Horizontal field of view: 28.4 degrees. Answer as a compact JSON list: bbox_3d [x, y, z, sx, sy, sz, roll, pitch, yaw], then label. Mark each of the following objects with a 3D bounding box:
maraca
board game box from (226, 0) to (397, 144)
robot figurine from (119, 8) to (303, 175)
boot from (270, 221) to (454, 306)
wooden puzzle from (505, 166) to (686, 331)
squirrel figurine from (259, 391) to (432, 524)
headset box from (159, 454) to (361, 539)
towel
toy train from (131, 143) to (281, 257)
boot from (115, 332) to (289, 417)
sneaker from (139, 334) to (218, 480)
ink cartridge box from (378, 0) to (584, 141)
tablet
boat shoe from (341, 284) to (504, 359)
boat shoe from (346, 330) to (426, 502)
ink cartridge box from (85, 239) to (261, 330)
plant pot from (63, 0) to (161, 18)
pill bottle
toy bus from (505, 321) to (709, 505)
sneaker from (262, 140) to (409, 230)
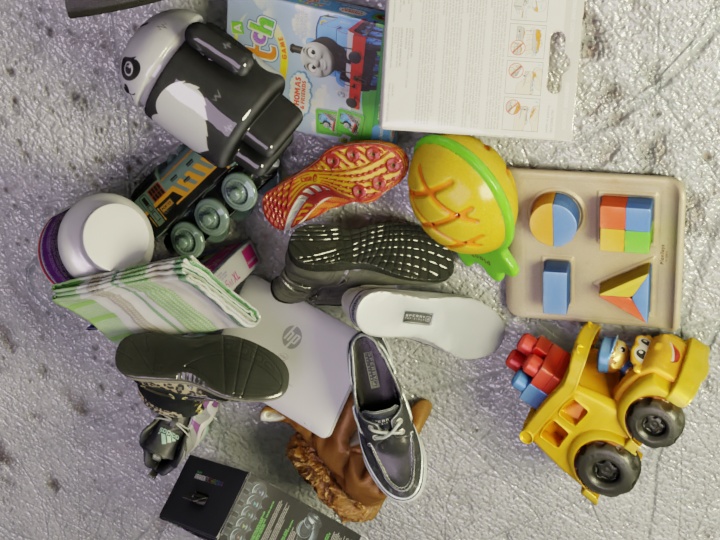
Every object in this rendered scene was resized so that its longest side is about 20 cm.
[{"bbox_3d":[0.115,-0.066,1.535,0.137,0.107,0.201,32,154,39],"label":"maraca"},{"bbox_3d":[-0.051,-0.222,1.550,0.199,0.037,0.152,16,125,14],"label":"board game box"},{"bbox_3d":[-0.162,-0.189,1.517,0.200,0.125,0.151,37,110,1],"label":"robot figurine"},{"bbox_3d":[0.000,0.000,1.649,0.198,0.068,0.131,5,154,-9],"label":"boot"},{"bbox_3d":[0.248,-0.017,1.544,0.199,0.046,0.186,7,122,19],"label":"wooden puzzle"},{"bbox_3d":[-0.037,0.208,1.742,0.186,0.142,0.201,28,129,4],"label":"squirrel figurine"},{"bbox_3d":[-0.133,0.318,1.794,0.200,0.093,0.174,35,163,-29],"label":"headset box"},{"bbox_3d":[-0.233,0.043,1.617,0.199,0.031,0.149,-12,145,28],"label":"towel"},{"bbox_3d":[-0.179,-0.098,1.656,0.200,0.085,0.114,-39,90,35],"label":"toy train"},{"bbox_3d":[-0.182,0.131,1.696,0.202,0.074,0.154,8,159,2],"label":"boot"},{"bbox_3d":[-0.229,0.187,1.808,0.077,0.140,0.201,23,126,8],"label":"sneaker"},{"bbox_3d":[0.122,-0.219,1.455,0.198,0.050,0.162,4,101,0],"label":"ink cartridge box"},{"bbox_3d":[-0.087,0.099,1.695,0.199,0.014,0.131,27,94,32],"label":"tablet"},{"bbox_3d":[0.070,0.053,1.626,0.199,0.070,0.071,8,101,-26],"label":"boat shoe"},{"bbox_3d":[0.027,0.165,1.598,0.071,0.068,0.201,-12,87,3],"label":"boat shoe"},{"bbox_3d":[-0.231,0.019,1.720,0.199,0.119,0.042,-14,109,29],"label":"ink cartridge box"},{"bbox_3d":[-0.197,-0.382,1.429,0.176,0.200,0.201,0,120,9],"label":"plant pot"},{"bbox_3d":[-0.310,-0.030,1.677,0.113,0.112,0.200,51,160,-12],"label":"pill bottle"},{"bbox_3d":[0.261,0.126,1.576,0.192,0.136,0.200,37,127,2],"label":"toy bus"},{"bbox_3d":[-0.025,-0.105,1.583,0.199,0.077,0.073,-16,103,38],"label":"sneaker"}]
